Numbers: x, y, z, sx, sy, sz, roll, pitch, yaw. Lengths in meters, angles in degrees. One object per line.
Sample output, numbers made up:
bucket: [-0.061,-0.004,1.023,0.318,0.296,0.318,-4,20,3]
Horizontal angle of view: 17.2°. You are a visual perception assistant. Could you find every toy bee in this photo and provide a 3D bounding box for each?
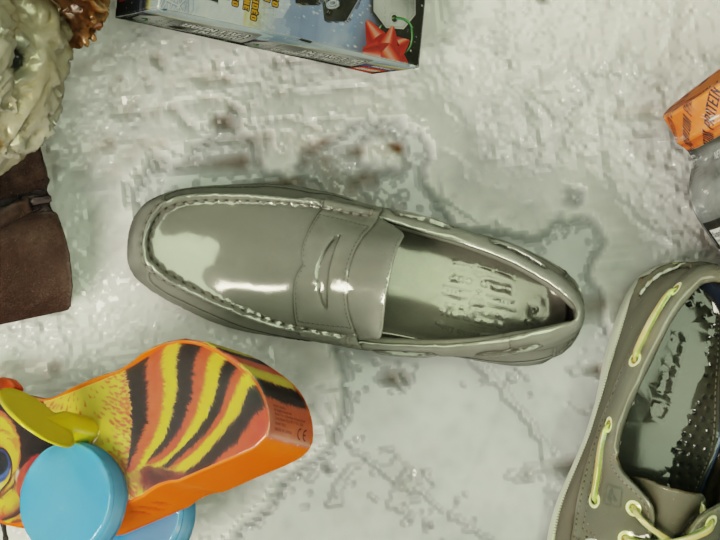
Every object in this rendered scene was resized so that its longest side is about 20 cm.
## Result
toy bee: [-0.122,0.075,0.980,0.200,0.131,0.109,-26,66,0]

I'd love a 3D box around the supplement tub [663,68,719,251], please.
supplement tub: [0.227,-0.013,1.036,0.122,0.123,0.200,-35,92,-10]

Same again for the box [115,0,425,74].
box: [-0.029,-0.195,1.021,0.137,0.040,0.200,10,83,-35]

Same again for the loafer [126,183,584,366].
loafer: [0.000,0.000,1.023,0.200,0.070,0.070,8,85,-9]

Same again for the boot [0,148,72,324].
boot: [-0.219,-0.049,0.982,0.166,0.072,0.200,-21,102,-25]

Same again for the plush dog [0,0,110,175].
plush dog: [-0.189,-0.090,0.907,0.172,0.160,0.200,33,94,-38]

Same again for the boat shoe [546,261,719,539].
boat shoe: [0.129,0.094,1.043,0.072,0.060,0.202,13,84,-8]
